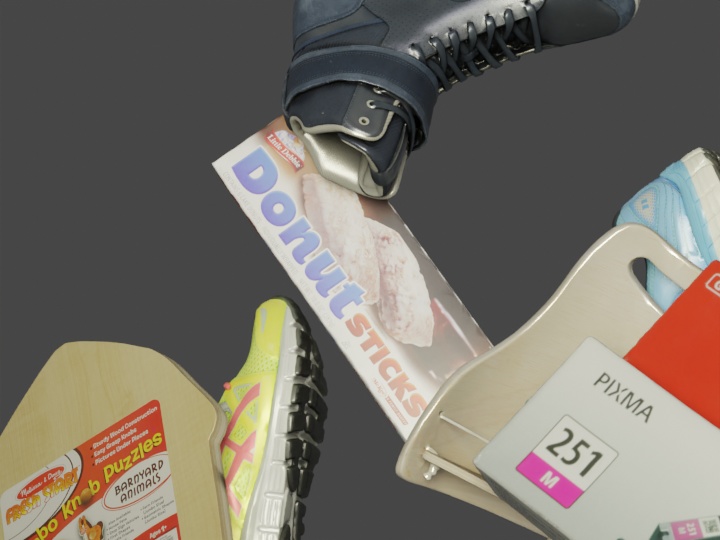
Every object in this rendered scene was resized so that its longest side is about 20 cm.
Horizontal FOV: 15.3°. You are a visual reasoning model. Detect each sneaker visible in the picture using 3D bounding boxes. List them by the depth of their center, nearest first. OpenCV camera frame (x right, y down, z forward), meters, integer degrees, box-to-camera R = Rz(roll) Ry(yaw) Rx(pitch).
[{"bbox_3d":[0.201,0.037,1.486,0.090,0.078,0.200,-26,76,22],"label":"sneaker"},{"bbox_3d":[-0.074,0.109,1.487,0.090,0.078,0.200,7,77,14],"label":"sneaker"},{"bbox_3d":[0.054,-0.109,1.499,0.202,0.077,0.146,-1,54,15],"label":"sneaker"}]

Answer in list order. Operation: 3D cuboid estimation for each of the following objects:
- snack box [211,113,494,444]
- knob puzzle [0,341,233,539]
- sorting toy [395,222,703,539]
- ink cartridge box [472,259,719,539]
[{"bbox_3d":[0.000,0.000,1.527,0.072,0.024,0.200,-35,76,-3],"label":"snack box"},{"bbox_3d":[-0.143,0.128,1.479,0.219,0.030,0.220,-20,57,34],"label":"knob puzzle"},{"bbox_3d":[0.154,0.076,1.426,0.200,0.107,0.180,27,94,22],"label":"sorting toy"},{"bbox_3d":[0.184,0.093,1.329,0.174,0.044,0.200,-47,53,-9],"label":"ink cartridge box"}]
